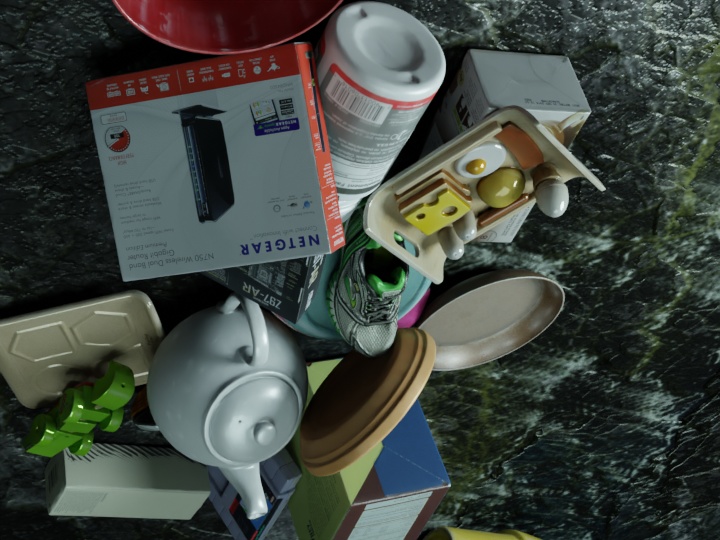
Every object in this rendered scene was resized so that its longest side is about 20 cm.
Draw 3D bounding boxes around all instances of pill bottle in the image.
[{"bbox_3d":[-0.012,-0.137,1.256,0.113,0.114,0.200,4,142,-25],"label":"pill bottle"}]

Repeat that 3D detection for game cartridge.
[{"bbox_3d":[-0.147,0.270,1.775,0.038,0.130,0.200,-16,151,-34],"label":"game cartridge"}]

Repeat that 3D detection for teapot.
[{"bbox_3d":[-0.133,0.139,1.513,0.198,0.146,0.200,-49,129,1],"label":"teapot"}]

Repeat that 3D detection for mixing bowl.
[{"bbox_3d":[-0.102,-0.273,1.035,0.199,0.109,0.201,-10,146,-7],"label":"mixing bowl"}]

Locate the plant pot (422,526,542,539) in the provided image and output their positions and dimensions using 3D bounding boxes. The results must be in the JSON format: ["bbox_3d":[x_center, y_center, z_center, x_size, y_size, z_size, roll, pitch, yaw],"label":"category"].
[{"bbox_3d":[0.188,0.496,2.179,0.188,0.202,0.201,25,132,-21],"label":"plant pot"}]

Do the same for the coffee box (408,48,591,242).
[{"bbox_3d":[0.129,-0.119,1.361,0.112,0.080,0.200,1,143,-23],"label":"coffee box"}]

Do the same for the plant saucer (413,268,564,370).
[{"bbox_3d":[0.146,0.055,1.641,0.199,0.032,0.201,-17,151,-10],"label":"plant saucer"}]

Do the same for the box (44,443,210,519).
[{"bbox_3d":[-0.302,0.274,1.779,0.199,0.069,0.082,8,141,-30],"label":"box"}]

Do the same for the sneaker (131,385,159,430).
[{"bbox_3d":[-0.177,0.171,1.667,0.199,0.076,0.092,-10,142,-4],"label":"sneaker"}]

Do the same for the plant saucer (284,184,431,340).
[{"bbox_3d":[0.000,0.000,1.475,0.199,0.027,0.201,-13,129,-16],"label":"plant saucer"}]

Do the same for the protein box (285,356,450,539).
[{"bbox_3d":[-0.007,0.241,1.712,0.134,0.199,0.200,-6,146,-23],"label":"protein box"}]

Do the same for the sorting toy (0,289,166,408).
[{"bbox_3d":[-0.314,0.086,1.542,0.199,0.037,0.186,-9,146,1],"label":"sorting toy"}]

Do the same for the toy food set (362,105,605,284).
[{"bbox_3d":[0.118,-0.064,1.309,0.199,0.061,0.143,-31,143,22],"label":"toy food set"}]

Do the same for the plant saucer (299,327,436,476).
[{"bbox_3d":[0.000,0.136,1.505,0.037,0.201,0.200,43,122,-16],"label":"plant saucer"}]

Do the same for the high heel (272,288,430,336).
[{"bbox_3d":[-0.015,0.031,1.546,0.199,0.068,0.096,22,119,-32],"label":"high heel"}]

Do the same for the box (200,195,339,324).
[{"bbox_3d":[-0.126,-0.053,1.296,0.199,0.044,0.161,27,143,10],"label":"box"}]

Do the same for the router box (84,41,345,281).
[{"bbox_3d":[-0.125,-0.093,1.194,0.199,0.181,0.049,-8,-172,16],"label":"router box"}]

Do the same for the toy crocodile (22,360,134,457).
[{"bbox_3d":[-0.328,0.166,1.579,0.067,0.062,0.200,17,144,-33],"label":"toy crocodile"}]

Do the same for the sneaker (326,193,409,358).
[{"bbox_3d":[0.010,0.017,1.418,0.078,0.085,0.201,-16,130,-14],"label":"sneaker"}]
